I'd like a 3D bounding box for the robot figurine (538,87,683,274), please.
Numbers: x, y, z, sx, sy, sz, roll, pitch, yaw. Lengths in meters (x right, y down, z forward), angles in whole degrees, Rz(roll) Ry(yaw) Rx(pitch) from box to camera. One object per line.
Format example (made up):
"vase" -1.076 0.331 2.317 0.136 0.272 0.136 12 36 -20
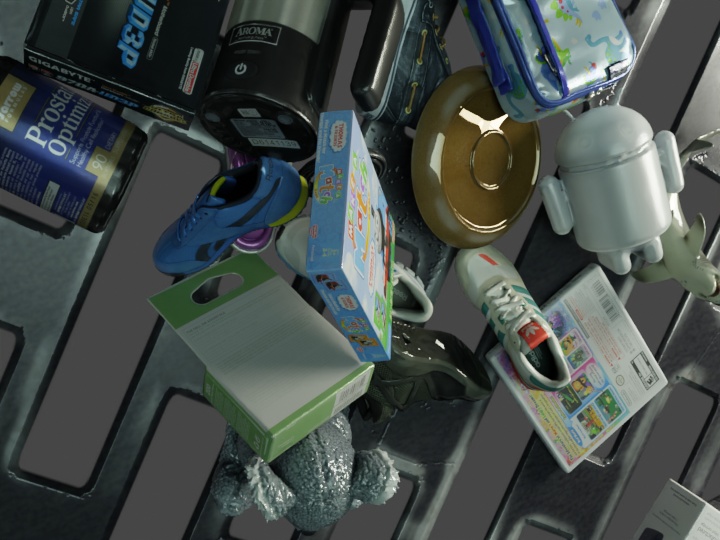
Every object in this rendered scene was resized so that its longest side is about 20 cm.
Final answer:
"robot figurine" 0.291 -0.101 0.913 0.166 0.113 0.204 -20 105 -3

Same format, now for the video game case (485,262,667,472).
"video game case" 0.277 0.125 0.998 0.181 0.024 0.201 -39 108 -6

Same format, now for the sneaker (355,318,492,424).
"sneaker" 0.063 0.126 0.915 0.197 0.077 0.114 18 129 -41

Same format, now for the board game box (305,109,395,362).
"board game box" -0.003 -0.023 0.731 0.036 0.201 0.154 -3 63 14

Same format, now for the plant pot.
"plant pot" 0.139 -0.123 0.875 0.197 0.027 0.205 -9 106 -35

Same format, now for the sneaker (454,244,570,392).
"sneaker" 0.181 0.052 0.906 0.070 0.093 0.202 -31 93 -7

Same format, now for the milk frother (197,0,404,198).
"milk frother" -0.047 -0.192 0.788 0.176 0.201 0.192 12 70 4

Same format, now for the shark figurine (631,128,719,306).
"shark figurine" 0.409 -0.060 0.989 0.088 0.127 0.220 1 82 -41

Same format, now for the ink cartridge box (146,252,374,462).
"ink cartridge box" -0.103 0.077 0.797 0.144 0.199 0.049 -29 148 -39

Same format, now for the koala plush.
"koala plush" -0.061 0.195 0.820 0.173 0.200 0.188 2 99 -16

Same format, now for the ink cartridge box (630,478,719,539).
"ink cartridge box" 0.432 0.412 1.062 0.144 0.084 0.202 33 90 -18

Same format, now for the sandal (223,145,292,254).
"sandal" -0.106 -0.119 0.829 0.081 0.050 0.208 -2 99 -18

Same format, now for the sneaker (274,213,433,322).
"sneaker" 0.000 0.000 0.863 0.197 0.087 0.076 25 94 -17

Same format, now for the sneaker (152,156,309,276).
"sneaker" -0.146 -0.058 0.776 0.197 0.067 0.078 -25 150 27

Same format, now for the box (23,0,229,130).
"box" -0.206 -0.254 0.741 0.156 0.046 0.204 19 72 -18

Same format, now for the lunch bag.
"lunch bag" 0.193 -0.270 0.842 0.158 0.082 0.204 -22 91 -24

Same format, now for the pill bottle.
"pill bottle" -0.310 -0.127 0.736 0.197 0.112 0.113 27 92 -19

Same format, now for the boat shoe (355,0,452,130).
"boat shoe" 0.061 -0.254 0.849 0.089 0.071 0.204 12 100 -25
